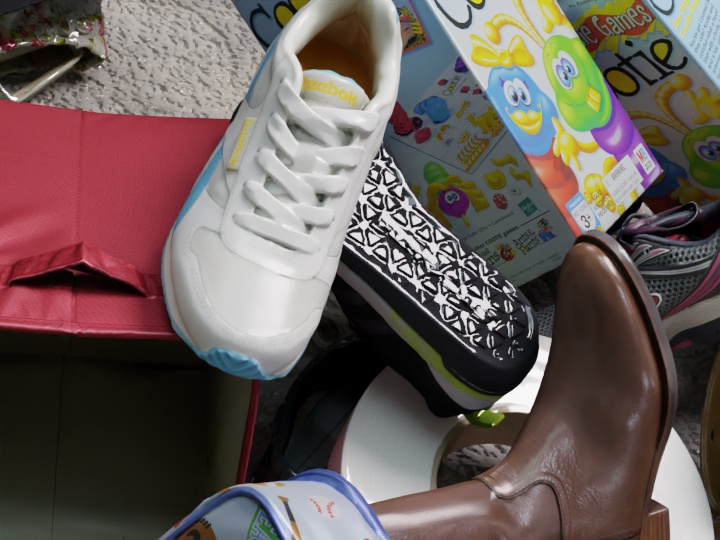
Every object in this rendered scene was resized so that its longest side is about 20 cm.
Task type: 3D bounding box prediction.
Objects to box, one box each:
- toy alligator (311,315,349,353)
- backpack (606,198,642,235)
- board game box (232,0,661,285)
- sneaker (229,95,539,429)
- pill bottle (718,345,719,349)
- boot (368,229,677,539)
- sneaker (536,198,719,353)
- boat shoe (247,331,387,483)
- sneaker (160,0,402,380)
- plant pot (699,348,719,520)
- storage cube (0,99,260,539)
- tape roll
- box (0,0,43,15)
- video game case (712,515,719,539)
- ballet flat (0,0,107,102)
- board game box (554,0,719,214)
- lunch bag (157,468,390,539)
[{"bbox_3d":[-0.085,-0.019,1.091,0.199,0.054,0.059,29,45,17],"label":"toy alligator"},{"bbox_3d":[0.073,-0.093,1.133,0.162,0.168,0.201,-26,89,-33],"label":"backpack"},{"bbox_3d":[0.045,-0.096,0.961,0.201,0.105,0.103,57,41,-7],"label":"board game box"},{"bbox_3d":[0.000,0.000,0.919,0.200,0.083,0.072,49,53,7],"label":"sneaker"},{"bbox_3d":[0.266,-0.016,1.134,0.112,0.113,0.201,10,42,-3],"label":"pill bottle"},{"bbox_3d":[0.046,0.091,0.838,0.199,0.188,0.064,-14,12,-27],"label":"boot"},{"bbox_3d":[0.156,0.008,1.044,0.075,0.199,0.081,52,31,-20],"label":"sneaker"},{"bbox_3d":[0.001,0.068,1.011,0.074,0.066,0.199,32,46,17],"label":"boat shoe"},{"bbox_3d":[-0.032,-0.044,0.827,0.076,0.081,0.201,21,53,-10],"label":"sneaker"},{"bbox_3d":[0.285,0.090,0.980,0.198,0.187,0.187,6,43,-3],"label":"plant pot"},{"bbox_3d":[-0.143,0.036,0.919,0.170,0.201,0.180,4,37,-9],"label":"storage cube"},{"bbox_3d":[0.080,0.123,0.938,0.201,0.037,0.204,10,54,-14],"label":"tape roll"},{"bbox_3d":[-0.234,-0.217,1.174,0.163,0.087,0.199,-26,23,-35],"label":"box"},{"bbox_3d":[0.162,0.175,0.976,0.199,0.018,0.144,-9,47,-22],"label":"video game case"},{"bbox_3d":[-0.239,-0.126,1.161,0.199,0.076,0.064,-25,88,-28],"label":"ballet flat"},{"bbox_3d":[0.179,-0.119,1.053,0.200,0.103,0.105,43,54,-28],"label":"board game box"},{"bbox_3d":[-0.050,0.191,0.775,0.075,0.200,0.161,-6,56,-55],"label":"lunch bag"}]
